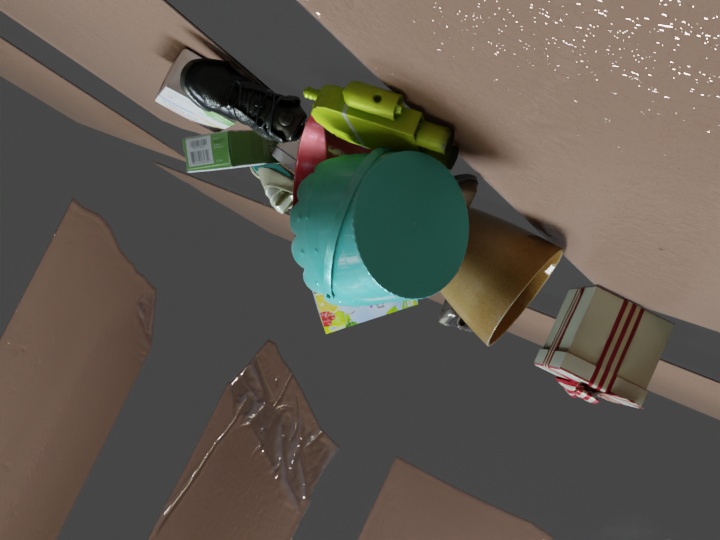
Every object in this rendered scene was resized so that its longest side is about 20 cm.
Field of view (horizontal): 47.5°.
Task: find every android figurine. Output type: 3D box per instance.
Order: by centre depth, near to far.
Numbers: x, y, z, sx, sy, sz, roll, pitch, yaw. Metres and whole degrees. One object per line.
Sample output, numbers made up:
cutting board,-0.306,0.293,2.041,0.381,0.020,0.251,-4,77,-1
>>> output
android figurine,0.023,-0.180,1.007,0.199,0.041,0.182,22,175,17

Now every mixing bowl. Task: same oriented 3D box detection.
mixing bowl,-0.025,-0.121,1.179,0.108,0.201,0.200,5,-179,-16

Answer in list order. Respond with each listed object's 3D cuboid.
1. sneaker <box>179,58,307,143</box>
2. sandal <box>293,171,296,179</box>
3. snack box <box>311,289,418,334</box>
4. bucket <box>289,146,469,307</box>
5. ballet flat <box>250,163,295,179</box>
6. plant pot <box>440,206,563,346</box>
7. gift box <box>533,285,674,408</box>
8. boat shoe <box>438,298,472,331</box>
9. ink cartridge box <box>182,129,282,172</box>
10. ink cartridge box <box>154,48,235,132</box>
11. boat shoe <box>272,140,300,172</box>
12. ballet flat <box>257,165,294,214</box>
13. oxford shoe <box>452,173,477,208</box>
sneaker,-0.151,-0.236,1.143,0.114,0.077,0.199,18,174,46
sandal,-0.045,-0.147,1.582,0.202,0.083,0.050,29,-160,-26
snack box,0.000,0.000,1.310,0.200,0.168,0.068,80,171,-53
bucket,0.026,-0.053,1.014,0.207,0.208,0.135,29,163,-31
ballet flat,-0.144,-0.171,1.675,0.200,0.070,0.069,42,172,-11
plant pot,0.181,-0.018,1.277,0.200,0.187,0.186,40,179,16
gift box,0.445,0.152,1.474,0.199,0.187,0.185,27,176,3
boat shoe,0.181,0.067,1.419,0.073,0.075,0.200,17,179,8
ink cartridge box,-0.193,-0.206,1.389,0.103,0.060,0.200,-1,-171,34
ink cartridge box,-0.252,-0.274,1.282,0.117,0.068,0.200,27,175,-19
boat shoe,-0.048,-0.165,1.351,0.199,0.066,0.074,31,-170,-6
ballet flat,-0.108,-0.118,1.334,0.199,0.070,0.069,22,174,36
oxford shoe,0.118,-0.057,1.162,0.072,0.085,0.200,-3,145,-26
